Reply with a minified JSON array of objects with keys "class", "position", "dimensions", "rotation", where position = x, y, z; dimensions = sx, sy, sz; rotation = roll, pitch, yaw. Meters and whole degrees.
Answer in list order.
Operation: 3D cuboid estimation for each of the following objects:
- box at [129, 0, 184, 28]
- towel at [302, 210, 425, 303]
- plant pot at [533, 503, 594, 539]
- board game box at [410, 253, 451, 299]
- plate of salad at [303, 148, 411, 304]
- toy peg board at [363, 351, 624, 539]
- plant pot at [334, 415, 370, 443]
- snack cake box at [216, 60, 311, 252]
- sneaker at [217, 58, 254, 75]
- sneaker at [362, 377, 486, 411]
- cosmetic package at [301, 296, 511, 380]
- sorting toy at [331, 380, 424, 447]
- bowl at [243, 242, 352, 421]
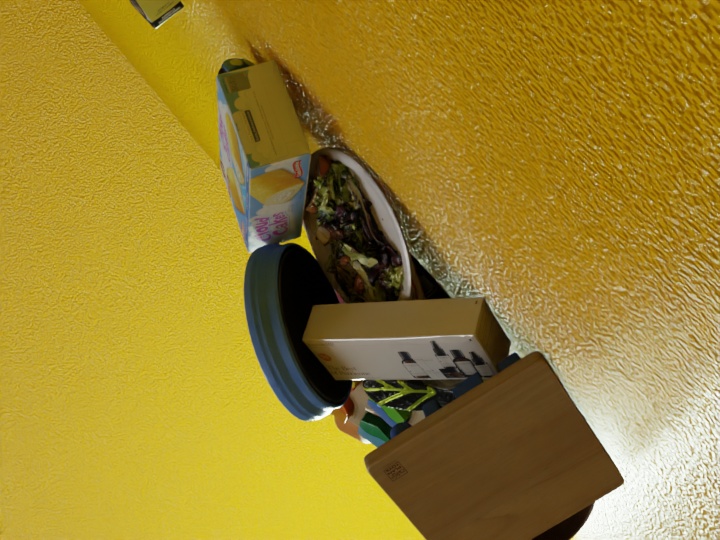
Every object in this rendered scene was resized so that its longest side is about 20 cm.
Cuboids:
[{"class":"box","position":[-0.288,-0.384,1.350],"dimensions":[0.075,0.050,0.200],"rotation":[48,174,36]},{"class":"towel","position":[0.000,0.000,1.274],"dimensions":[0.200,0.030,0.147],"rotation":[5,118,58]},{"class":"plant pot","position":[0.158,0.221,1.365],"dimensions":[0.187,0.187,0.200],"rotation":[54,-172,-38]},{"class":"board game box","position":[0.062,0.036,1.376],"dimensions":[0.165,0.057,0.200],"rotation":[50,175,23]},{"class":"plate of salad","position":[-0.016,-0.031,1.201],"dimensions":[0.200,0.048,0.201],"rotation":[39,141,39]},{"class":"toy peg board","position":[0.127,0.177,1.147],"dimensions":[0.199,0.200,0.098],"rotation":[53,-171,-32]},{"class":"plant pot","position":[0.078,0.169,1.568],"dimensions":[0.140,0.200,0.200],"rotation":[28,166,23]},{"class":"snack cake box","position":[-0.105,-0.117,1.207],"dimensions":[0.200,0.067,0.115],"rotation":[103,148,-66]},{"class":"sneaker","position":[-0.124,-0.172,1.293],"dimensions":[0.071,0.083,0.200],"rotation":[52,175,19]},{"class":"sneaker","position":[0.106,0.116,1.240],"dimensions":[0.199,0.077,0.076],"rotation":[13,142,4]},{"class":"cosmetic package","position":[0.046,0.074,1.170],"dimensions":[0.199,0.051,0.083],"rotation":[-4,139,31]},{"class":"sorting toy","position":[0.002,0.162,1.423],"dimensions":[0.200,0.036,0.185],"rotation":[39,153,15]},{"class":"bowl","position":[-0.063,0.065,1.248],"dimensions":[0.201,0.039,0.201],"rotation":[-18,-90,-71]}]
